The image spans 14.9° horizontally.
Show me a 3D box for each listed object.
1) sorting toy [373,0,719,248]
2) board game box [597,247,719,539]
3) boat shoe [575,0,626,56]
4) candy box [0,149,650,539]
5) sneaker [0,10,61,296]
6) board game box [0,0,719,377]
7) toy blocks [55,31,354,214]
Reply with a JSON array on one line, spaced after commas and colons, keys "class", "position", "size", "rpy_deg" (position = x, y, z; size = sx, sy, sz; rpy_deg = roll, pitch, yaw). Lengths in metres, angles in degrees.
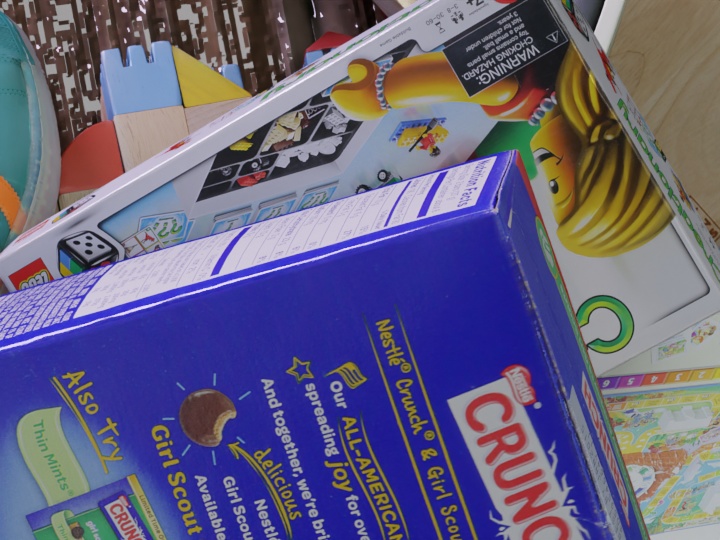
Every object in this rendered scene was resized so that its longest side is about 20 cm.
[{"class": "sorting toy", "position": [0.110, -0.116, 1.036], "size": [0.200, 0.070, 0.199], "rpy_deg": [-43, 92, -17]}, {"class": "board game box", "position": [0.082, 0.084, 0.928], "size": [0.199, 0.034, 0.135], "rpy_deg": [-22, 71, -11]}, {"class": "boat shoe", "position": [0.042, -0.059, 0.933], "size": [0.066, 0.075, 0.200], "rpy_deg": [21, 73, -4]}, {"class": "candy box", "position": [-0.021, 0.073, 0.830], "size": [0.199, 0.077, 0.170], "rpy_deg": [-15, 107, 14]}, {"class": "sneaker", "position": [-0.151, -0.011, 0.895], "size": [0.080, 0.071, 0.201], "rpy_deg": [38, 48, -50]}, {"class": "board game box", "position": [0.000, 0.000, 0.863], "size": [0.199, 0.035, 0.127], "rpy_deg": [-30, 100, 16]}, {"class": "toy blocks", "position": [-0.057, -0.018, 0.971], "size": [0.199, 0.100, 0.138], "rpy_deg": [-10, 71, -9]}]
